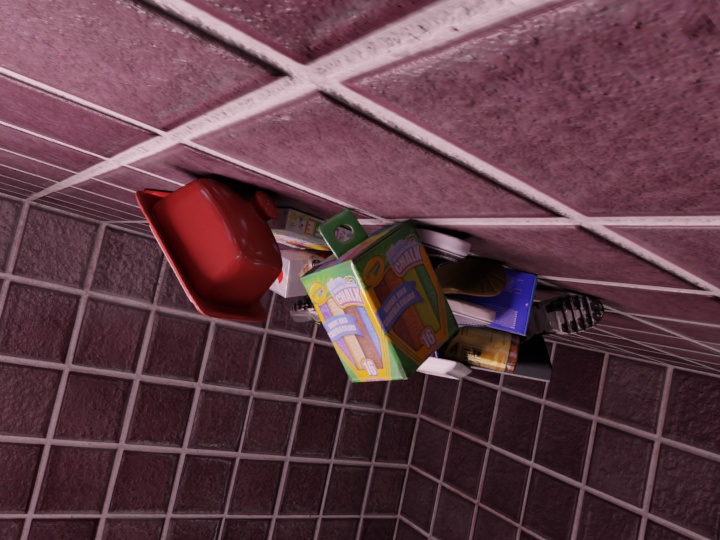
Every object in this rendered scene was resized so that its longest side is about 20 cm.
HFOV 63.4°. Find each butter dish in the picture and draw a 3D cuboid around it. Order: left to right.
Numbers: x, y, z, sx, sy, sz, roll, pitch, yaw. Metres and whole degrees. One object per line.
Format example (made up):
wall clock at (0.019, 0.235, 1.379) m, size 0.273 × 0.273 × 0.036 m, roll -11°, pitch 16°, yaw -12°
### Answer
butter dish at (-0.174, -0.048, 0.796) m, size 0.202 × 0.147 × 0.199 m, roll 54°, pitch -170°, yaw 16°

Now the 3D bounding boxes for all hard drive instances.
hard drive at (0.241, 0.141, 1.059) m, size 0.192 × 0.034 × 0.140 m, roll 9°, pitch -162°, yaw 9°

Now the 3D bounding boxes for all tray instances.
tray at (0.123, 0.160, 0.964) m, size 0.104 × 0.023 × 0.200 m, roll 8°, pitch 169°, yaw 19°

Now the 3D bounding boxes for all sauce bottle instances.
sauce bottle at (0.167, 0.119, 0.978) m, size 0.193 × 0.069 × 0.066 m, roll 11°, pitch 175°, yaw 14°

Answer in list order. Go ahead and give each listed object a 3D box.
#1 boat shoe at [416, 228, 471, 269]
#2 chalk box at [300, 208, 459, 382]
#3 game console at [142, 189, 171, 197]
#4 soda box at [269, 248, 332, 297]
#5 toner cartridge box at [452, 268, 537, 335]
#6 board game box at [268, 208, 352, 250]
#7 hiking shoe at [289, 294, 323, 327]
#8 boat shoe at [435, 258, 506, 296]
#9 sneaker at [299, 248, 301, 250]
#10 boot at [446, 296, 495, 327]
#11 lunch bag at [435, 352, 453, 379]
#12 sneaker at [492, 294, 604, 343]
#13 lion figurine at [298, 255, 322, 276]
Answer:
boat shoe at (0.077, -0.017, 0.807) m, size 0.070 × 0.070 × 0.198 m, roll 16°, pitch 175°, yaw -32°
chalk box at (0.016, 0.021, 0.747) m, size 0.123 × 0.205 × 0.122 m, roll -34°, pitch -168°, yaw -37°
game console at (-0.300, -0.109, 1.094) m, size 0.195 × 0.032 × 0.175 m, roll 12°, pitch 174°, yaw 36°
soda box at (-0.075, -0.001, 1.080) m, size 0.196 × 0.071 × 0.062 m, roll -5°, pitch -160°, yaw -44°
toner cartridge box at (0.186, 0.038, 0.966) m, size 0.193 × 0.099 × 0.043 m, roll 13°, pitch 177°, yaw 21°
board game box at (-0.116, -0.068, 0.988) m, size 0.131 × 0.036 × 0.197 m, roll 18°, pitch 174°, yaw -35°
hiking shoe at (-0.030, 0.095, 1.001) m, size 0.192 × 0.104 × 0.076 m, roll 1°, pitch -157°, yaw 19°
boat shoe at (0.131, 0.009, 0.923) m, size 0.193 × 0.076 × 0.065 m, roll 13°, pitch 170°, yaw 14°
sneaker at (-0.067, -0.013, 1.227) m, size 0.086 × 0.081 × 0.200 m, roll 15°, pitch 175°, yaw 12°
boot at (0.110, 0.085, 0.918) m, size 0.192 × 0.094 × 0.073 m, roll 11°, pitch -177°, yaw 7°
lunch bag at (0.213, 0.123, 1.222) m, size 0.119 × 0.208 × 0.170 m, roll 12°, pitch 175°, yaw 13°
sneaker at (0.331, 0.082, 1.045) m, size 0.193 × 0.069 × 0.090 m, roll -16°, pitch -176°, yaw 12°
lion figurine at (0.000, 0.000, 0.997) m, size 0.195 × 0.075 × 0.121 m, roll -16°, pitch -154°, yaw -35°
